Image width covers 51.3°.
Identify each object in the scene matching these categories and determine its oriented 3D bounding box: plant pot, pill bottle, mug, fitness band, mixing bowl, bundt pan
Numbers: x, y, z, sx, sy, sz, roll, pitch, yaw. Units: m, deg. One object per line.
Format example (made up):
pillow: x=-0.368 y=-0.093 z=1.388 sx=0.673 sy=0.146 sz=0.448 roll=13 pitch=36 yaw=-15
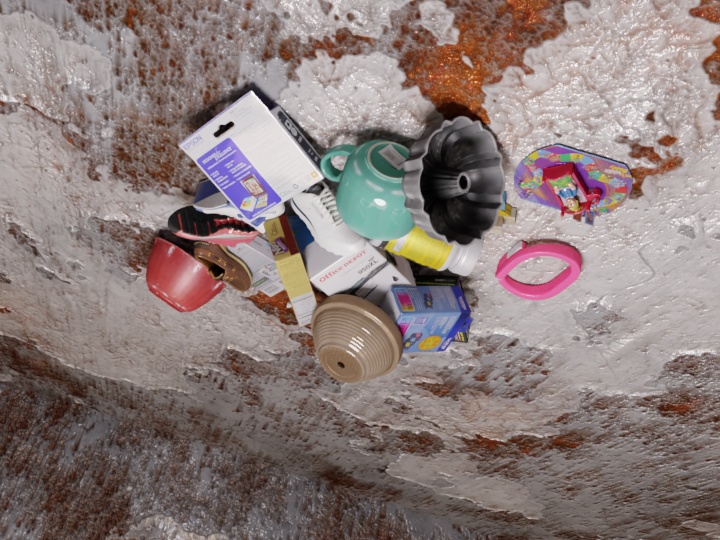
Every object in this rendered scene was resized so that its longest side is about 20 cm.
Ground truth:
plant pot: x=-0.020 y=0.154 z=1.481 sx=0.196 sy=0.093 sz=0.204 roll=16 pitch=135 yaw=16
pill bottle: x=0.125 y=-0.069 z=1.402 sx=0.196 sy=0.116 sz=0.115 roll=21 pitch=150 yaw=-10
mug: x=0.025 y=-0.148 z=1.268 sx=0.180 sy=0.155 sz=0.115 roll=7 pitch=141 yaw=-12
fitness band: x=0.353 y=0.002 z=1.497 sx=0.141 sy=0.038 sz=0.200 roll=20 pitch=151 yaw=-10
mixing bowl: x=-0.422 y=0.026 z=1.738 sx=0.197 sy=0.110 sz=0.201 roll=30 pitch=165 yaw=9
bundt pan: x=0.142 y=-0.141 z=1.209 sx=0.201 sy=0.205 sz=0.075 roll=36 pitch=161 yaw=-34

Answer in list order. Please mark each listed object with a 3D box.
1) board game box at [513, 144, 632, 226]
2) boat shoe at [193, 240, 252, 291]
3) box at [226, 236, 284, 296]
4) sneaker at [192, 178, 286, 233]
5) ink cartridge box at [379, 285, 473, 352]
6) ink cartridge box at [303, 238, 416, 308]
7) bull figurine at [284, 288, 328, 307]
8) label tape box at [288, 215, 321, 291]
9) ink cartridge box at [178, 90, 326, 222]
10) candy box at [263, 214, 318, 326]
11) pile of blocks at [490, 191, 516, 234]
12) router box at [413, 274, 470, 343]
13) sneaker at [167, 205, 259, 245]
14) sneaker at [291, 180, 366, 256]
board game box: x=0.357 y=-0.133 z=1.266 sx=0.195 sy=0.040 sz=0.159 roll=16 pitch=150 yaw=-2
boat shoe: x=-0.309 y=-0.006 z=1.663 sx=0.070 sy=0.069 sz=0.201 roll=-2 pitch=146 yaw=26
box: x=-0.245 y=-0.020 z=1.720 sx=0.198 sy=0.042 sz=0.155 roll=30 pitch=146 yaw=-25
sneaker: x=-0.232 y=-0.122 z=1.505 sx=0.194 sy=0.082 sz=0.116 roll=0 pitch=145 yaw=20
ink cartridge box: x=0.135 y=0.101 z=1.547 sx=0.195 sy=0.077 sz=0.138 roll=-1 pitch=140 yaw=-26
ink cartridge box: x=0.000 y=0.000 z=1.503 sx=0.143 sy=0.085 sz=0.200 roll=-33 pitch=135 yaw=17
bull figurine: x=-0.097 y=0.076 z=1.751 sx=0.119 sy=0.067 sz=0.200 roll=11 pitch=173 yaw=20
label tape box: x=-0.071 y=-0.038 z=1.591 sx=0.140 sy=0.067 sz=0.200 roll=-5 pitch=146 yaw=29
ink cartridge box: x=-0.191 y=-0.204 z=1.336 sx=0.195 sy=0.044 sz=0.201 roll=-25 pitch=121 yaw=30
candy box: x=-0.135 y=0.003 z=1.512 sx=0.055 sy=0.118 sz=0.202 roll=-19 pitch=137 yaw=-5
pile of blocks: x=0.205 y=-0.123 z=1.330 sx=0.197 sy=0.063 sz=0.082 roll=26 pitch=148 yaw=-19
router box: x=0.163 y=0.087 z=1.695 sx=0.146 sy=0.063 sz=0.201 roll=3 pitch=148 yaw=19
sneaker: x=-0.303 y=-0.079 z=1.558 sx=0.195 sy=0.075 sz=0.087 roll=1 pitch=149 yaw=-21
sneaker: x=-0.064 y=-0.108 z=1.389 sx=0.199 sy=0.076 sz=0.081 roll=42 pitch=147 yaw=25
